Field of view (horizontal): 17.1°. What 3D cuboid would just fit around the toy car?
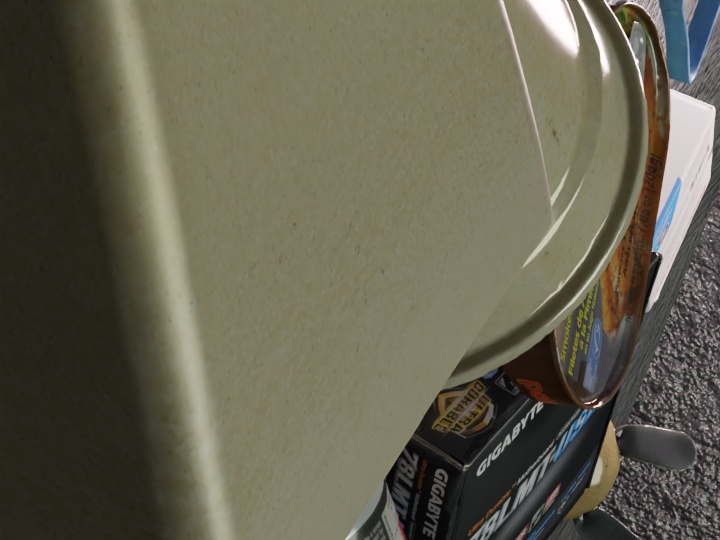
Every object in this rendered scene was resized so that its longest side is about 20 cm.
[{"bbox_3d":[0.133,0.128,1.712,0.164,0.200,0.158,-66,167,2],"label":"toy car"}]

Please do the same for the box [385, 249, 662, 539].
[{"bbox_3d":[0.075,0.101,1.265,0.200,0.050,0.199,-44,157,-40],"label":"box"}]

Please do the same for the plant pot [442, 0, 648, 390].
[{"bbox_3d":[-0.014,-0.079,0.821,0.201,0.200,0.184,-63,156,-13],"label":"plant pot"}]

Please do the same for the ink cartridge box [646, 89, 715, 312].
[{"bbox_3d":[0.241,-0.063,2.069,0.146,0.084,0.200,-64,168,-11],"label":"ink cartridge box"}]

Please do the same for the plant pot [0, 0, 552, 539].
[{"bbox_3d":[-0.080,-0.051,0.589,0.200,0.200,0.177,-54,150,-42],"label":"plant pot"}]

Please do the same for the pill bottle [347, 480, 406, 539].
[{"bbox_3d":[-0.032,0.143,1.111,0.116,0.116,0.200,-51,130,-48],"label":"pill bottle"}]

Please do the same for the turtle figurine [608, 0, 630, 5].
[{"bbox_3d":[0.125,-0.140,1.431,0.150,0.101,0.200,123,-22,-77],"label":"turtle figurine"}]

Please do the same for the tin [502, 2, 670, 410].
[{"bbox_3d":[0.107,-0.033,1.154,0.112,0.042,0.200,39,59,-61],"label":"tin"}]

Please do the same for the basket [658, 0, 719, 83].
[{"bbox_3d":[0.250,-0.243,1.650,0.176,0.139,0.200,66,41,-72],"label":"basket"}]
